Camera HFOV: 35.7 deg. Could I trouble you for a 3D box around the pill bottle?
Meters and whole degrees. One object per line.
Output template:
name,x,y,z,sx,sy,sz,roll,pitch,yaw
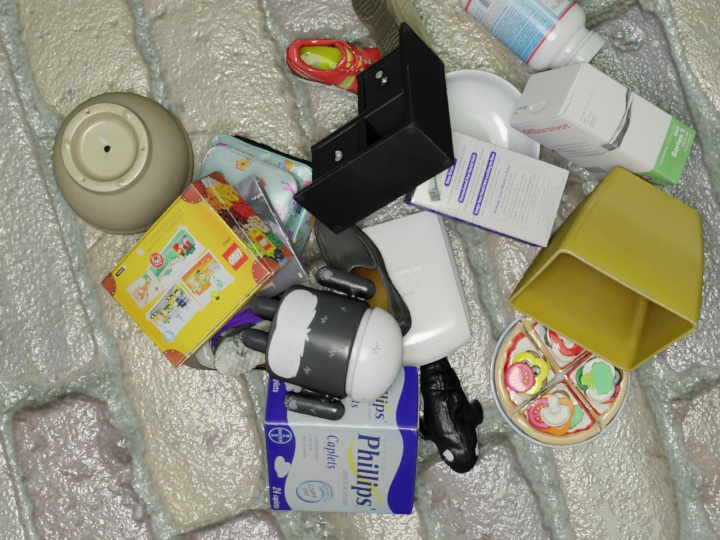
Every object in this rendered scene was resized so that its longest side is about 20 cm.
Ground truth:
pill bottle,0.243,-0.353,1.569,0.200,0.109,0.109,42,87,3

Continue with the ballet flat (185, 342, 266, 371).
ballet flat,-0.166,0.108,1.557,0.197,0.064,0.068,3,86,1

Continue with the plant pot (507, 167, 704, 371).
plant pot,0.343,-0.013,1.495,0.198,0.200,0.178,28,64,-2

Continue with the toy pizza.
toy pizza,0.280,0.147,1.565,0.197,0.032,0.203,0,85,0

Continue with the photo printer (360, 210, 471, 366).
photo printer,0.059,0.032,1.543,0.164,0.069,0.203,-15,76,3

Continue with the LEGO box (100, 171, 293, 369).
LEGO box,-0.208,0.000,1.417,0.200,0.077,0.149,-42,91,24

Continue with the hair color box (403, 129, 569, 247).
hair color box,0.169,-0.113,1.510,0.197,0.065,0.111,18,90,-10

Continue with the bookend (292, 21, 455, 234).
bookend,0.015,-0.187,1.475,0.197,0.092,0.202,-29,43,29

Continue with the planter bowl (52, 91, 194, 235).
planter bowl,-0.339,-0.157,1.546,0.197,0.135,0.203,0,85,1

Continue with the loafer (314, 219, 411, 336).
loafer,0.000,0.000,1.485,0.073,0.072,0.201,-37,74,2

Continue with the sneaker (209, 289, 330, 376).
sneaker,-0.115,0.060,1.508,0.198,0.100,0.070,-21,127,-10

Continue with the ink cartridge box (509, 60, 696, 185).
ink cartridge box,0.322,-0.191,1.503,0.198,0.146,0.085,27,82,-21

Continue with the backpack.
backpack,-0.154,-0.069,1.528,0.174,0.153,0.202,21,99,10

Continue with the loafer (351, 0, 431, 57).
loafer,0.045,-0.359,1.580,0.076,0.068,0.202,-39,55,34

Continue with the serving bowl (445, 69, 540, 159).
serving bowl,0.147,-0.176,1.570,0.197,0.066,0.203,0,92,-8

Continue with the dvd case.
dvd case,-0.181,-0.016,1.455,0.198,0.016,0.150,-25,98,24

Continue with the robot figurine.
robot figurine,-0.044,0.090,1.394,0.197,0.125,0.152,14,123,9

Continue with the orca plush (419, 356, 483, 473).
orca plush,0.131,0.172,1.534,0.104,0.071,0.203,7,72,-16

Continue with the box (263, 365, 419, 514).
box,-0.023,0.224,1.478,0.197,0.186,0.106,1,43,1

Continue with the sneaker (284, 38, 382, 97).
sneaker,-0.011,-0.286,1.578,0.197,0.085,0.078,6,86,1
